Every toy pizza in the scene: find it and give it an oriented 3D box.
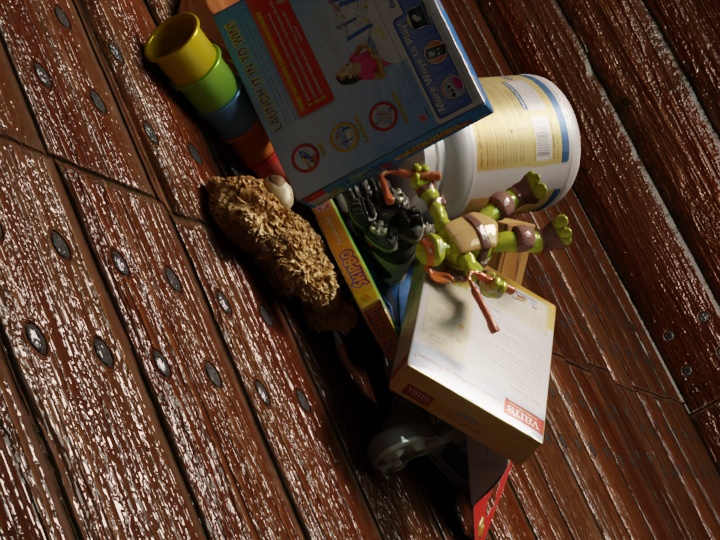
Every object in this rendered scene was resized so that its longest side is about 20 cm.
[{"bbox_3d":[0.070,0.136,1.700,0.200,0.032,0.201,50,23,-30],"label":"toy pizza"}]

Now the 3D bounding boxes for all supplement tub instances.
[{"bbox_3d":[0.109,-0.124,1.699,0.199,0.145,0.145,-8,63,-34],"label":"supplement tub"}]

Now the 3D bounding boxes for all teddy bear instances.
[{"bbox_3d":[-0.060,-0.022,1.506,0.200,0.067,0.145,54,14,-26],"label":"teddy bear"}]

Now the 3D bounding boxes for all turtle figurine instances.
[{"bbox_3d":[0.113,-0.025,1.530,0.200,0.160,0.065,54,-33,31],"label":"turtle figurine"}]

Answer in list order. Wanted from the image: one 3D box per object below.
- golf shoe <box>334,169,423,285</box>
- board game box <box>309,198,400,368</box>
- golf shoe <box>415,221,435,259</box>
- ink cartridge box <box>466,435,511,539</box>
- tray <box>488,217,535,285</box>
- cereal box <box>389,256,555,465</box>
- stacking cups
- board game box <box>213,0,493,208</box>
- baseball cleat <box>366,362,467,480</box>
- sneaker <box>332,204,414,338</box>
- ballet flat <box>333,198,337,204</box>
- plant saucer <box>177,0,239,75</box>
[{"bbox_3d":[0.000,-0.076,1.626,0.088,0.077,0.201,91,-18,-52],"label":"golf shoe"},{"bbox_3d":[-0.002,0.005,1.565,0.200,0.030,0.096,60,-1,43],"label":"board game box"},{"bbox_3d":[0.097,0.008,1.688,0.200,0.078,0.098,39,45,-66],"label":"golf shoe"},{"bbox_3d":[0.146,0.161,1.633,0.161,0.050,0.201,-59,146,-54],"label":"ink cartridge box"},{"bbox_3d":[0.126,0.048,1.674,0.099,0.037,0.201,-4,107,-69],"label":"tray"},{"bbox_3d":[0.105,0.069,1.511,0.143,0.040,0.200,31,36,-11],"label":"cereal box"},{"bbox_3d":[-0.128,-0.151,1.567,0.200,0.060,0.061,54,15,-41],"label":"stacking cups"},{"bbox_3d":[-0.007,-0.191,1.541,0.201,0.195,0.056,65,11,10],"label":"board game box"},{"bbox_3d":[0.041,0.130,1.538,0.107,0.069,0.200,63,18,11],"label":"baseball cleat"},{"bbox_3d":[0.000,0.000,1.670,0.200,0.078,0.066,53,-33,41],"label":"sneaker"},{"bbox_3d":[-0.004,-0.058,1.796,0.200,0.046,0.068,51,18,-32],"label":"ballet flat"},{"bbox_3d":[-0.083,-0.252,1.671,0.199,0.038,0.201,11,38,-9],"label":"plant saucer"}]
